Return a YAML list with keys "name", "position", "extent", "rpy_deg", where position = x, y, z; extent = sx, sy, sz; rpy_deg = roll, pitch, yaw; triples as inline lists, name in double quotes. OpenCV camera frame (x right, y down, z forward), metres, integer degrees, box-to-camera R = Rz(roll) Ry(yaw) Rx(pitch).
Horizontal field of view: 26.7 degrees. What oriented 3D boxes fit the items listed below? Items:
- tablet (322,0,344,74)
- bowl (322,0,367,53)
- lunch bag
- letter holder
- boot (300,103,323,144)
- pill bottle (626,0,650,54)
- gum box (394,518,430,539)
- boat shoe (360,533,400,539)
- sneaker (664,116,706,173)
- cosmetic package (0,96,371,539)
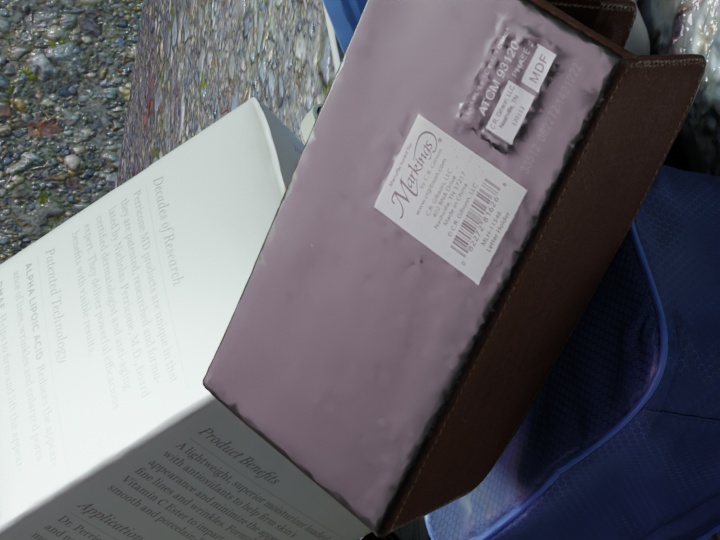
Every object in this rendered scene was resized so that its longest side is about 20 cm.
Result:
- name: "tablet"
  position: [0.009, -0.096, 0.881]
  extent: [0.200, 0.014, 0.130]
  rpy_deg: [-101, -14, -49]
- name: "bowl"
  position: [0.011, -0.159, 0.862]
  extent: [0.201, 0.039, 0.201]
  rpy_deg: [-21, -90, -80]
- name: "lunch bag"
  position: [0.116, 0.051, 0.671]
  extent: [0.200, 0.132, 0.136]
  rpy_deg: [-48, 40, 45]
- name: "letter holder"
  position: [0.050, -0.018, 0.596]
  extent: [0.101, 0.142, 0.200]
  rpy_deg: [37, 115, 26]
- name: "boot"
  position: [0.000, 0.000, 0.964]
  extent: [0.200, 0.072, 0.144]
  rpy_deg: [58, 137, 35]
- name: "pill bottle"
  position: [0.087, -0.175, 0.870]
  extent: [0.112, 0.112, 0.200]
  rpy_deg: [110, 158, -43]
- name: "gum box"
  position: [0.024, 0.196, 1.075]
  extent: [0.114, 0.066, 0.200]
  rpy_deg: [124, 146, -57]
- name: "boat shoe"
  position: [0.055, 0.204, 0.916]
  extent: [0.202, 0.075, 0.075]
  rpy_deg: [19, 69, 47]
- name: "sneaker"
  position: [0.122, -0.013, 0.787]
  extent: [0.112, 0.073, 0.200]
  rpy_deg: [-130, 35, -48]
- name: "cosmetic package"
  position: [-0.073, 0.055, 0.796]
  extent: [0.200, 0.165, 0.165]
  rpy_deg: [-32, 48, 15]
